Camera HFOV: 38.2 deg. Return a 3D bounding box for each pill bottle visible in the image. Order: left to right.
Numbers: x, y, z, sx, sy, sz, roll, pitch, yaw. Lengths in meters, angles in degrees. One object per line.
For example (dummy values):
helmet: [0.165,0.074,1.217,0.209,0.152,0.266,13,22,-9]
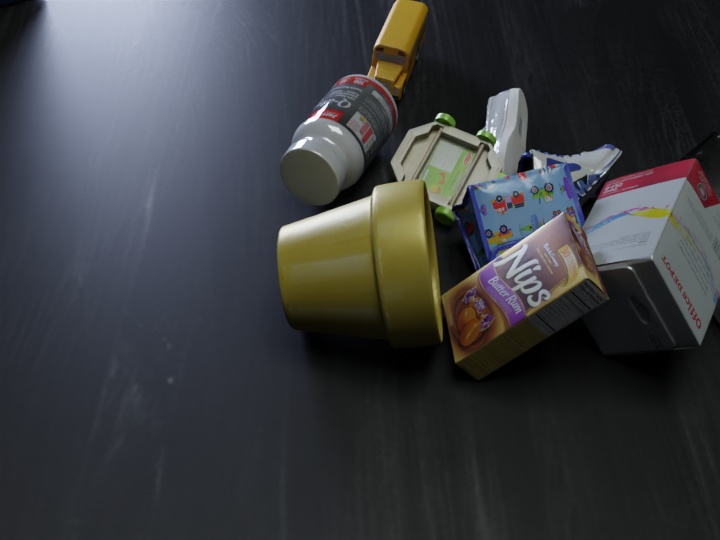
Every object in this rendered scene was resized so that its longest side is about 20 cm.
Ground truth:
pill bottle: [-0.031,-0.189,1.514,0.114,0.117,0.201,21,45,13]

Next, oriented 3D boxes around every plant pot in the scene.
plant pot: [0.000,0.000,1.284,0.185,0.203,0.203,-7,43,6]

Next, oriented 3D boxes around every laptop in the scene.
laptop: [0.598,-0.115,1.618,0.199,0.116,0.188,-38,55,-4]

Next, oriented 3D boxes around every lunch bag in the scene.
lunch bag: [0.229,-0.023,1.397,0.148,0.094,0.203,-14,76,-14]

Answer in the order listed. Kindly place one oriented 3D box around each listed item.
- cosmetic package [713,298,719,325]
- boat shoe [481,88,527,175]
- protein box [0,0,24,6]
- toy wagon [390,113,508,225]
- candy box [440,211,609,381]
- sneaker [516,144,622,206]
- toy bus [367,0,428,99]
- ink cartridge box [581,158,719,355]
cosmetic package: [0.540,0.063,1.360,0.086,0.104,0.202,-4,47,-15]
boat shoe: [0.214,-0.204,1.609,0.067,0.072,0.203,-8,53,26]
protein box: [-0.640,-0.588,1.762,0.133,0.201,0.200,-21,50,-28]
toy wagon: [0.144,-0.138,1.516,0.198,0.040,0.157,24,68,15]
candy box: [0.197,0.032,1.276,0.056,0.199,0.118,37,29,-35]
sneaker: [0.298,-0.146,1.541,0.115,0.081,0.199,38,52,15]
toy bus: [0.062,-0.370,1.741,0.064,0.079,0.201,14,44,6]
ink cartridge box: [0.370,-0.014,1.329,0.143,0.146,0.201,-12,31,44]
